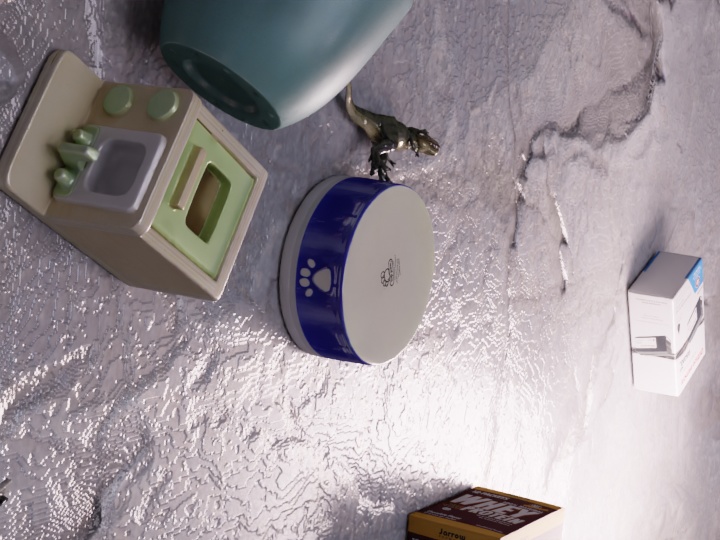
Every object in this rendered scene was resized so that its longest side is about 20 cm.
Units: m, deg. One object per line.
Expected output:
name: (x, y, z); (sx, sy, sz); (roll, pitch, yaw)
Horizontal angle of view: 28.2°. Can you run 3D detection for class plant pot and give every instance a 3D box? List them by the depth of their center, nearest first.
plant pot: (-0.079, -0.221, 1.250); (0.161, 0.200, 0.201); (-59, 145, -13)

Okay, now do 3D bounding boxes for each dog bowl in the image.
dog bowl: (0.000, 0.000, 1.545); (0.200, 0.079, 0.200); (-22, 116, -55)

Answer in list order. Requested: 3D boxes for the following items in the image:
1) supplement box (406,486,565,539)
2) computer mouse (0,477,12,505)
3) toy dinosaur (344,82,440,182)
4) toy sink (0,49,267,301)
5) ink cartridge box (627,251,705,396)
supplement box: (0.158, 0.407, 1.866); (0.197, 0.133, 0.200); (-7, 104, -58)
computer mouse: (-0.323, 0.133, 1.067); (0.138, 0.053, 0.200); (-39, 130, -48)
toy dinosaur: (0.026, -0.140, 1.585); (0.200, 0.047, 0.088); (25, 62, -58)
toy sink: (-0.181, -0.077, 1.190); (0.200, 0.112, 0.130); (47, 58, -53)
ink cartridge box: (0.523, 0.091, 2.438); (0.145, 0.084, 0.200); (-44, 134, -45)
